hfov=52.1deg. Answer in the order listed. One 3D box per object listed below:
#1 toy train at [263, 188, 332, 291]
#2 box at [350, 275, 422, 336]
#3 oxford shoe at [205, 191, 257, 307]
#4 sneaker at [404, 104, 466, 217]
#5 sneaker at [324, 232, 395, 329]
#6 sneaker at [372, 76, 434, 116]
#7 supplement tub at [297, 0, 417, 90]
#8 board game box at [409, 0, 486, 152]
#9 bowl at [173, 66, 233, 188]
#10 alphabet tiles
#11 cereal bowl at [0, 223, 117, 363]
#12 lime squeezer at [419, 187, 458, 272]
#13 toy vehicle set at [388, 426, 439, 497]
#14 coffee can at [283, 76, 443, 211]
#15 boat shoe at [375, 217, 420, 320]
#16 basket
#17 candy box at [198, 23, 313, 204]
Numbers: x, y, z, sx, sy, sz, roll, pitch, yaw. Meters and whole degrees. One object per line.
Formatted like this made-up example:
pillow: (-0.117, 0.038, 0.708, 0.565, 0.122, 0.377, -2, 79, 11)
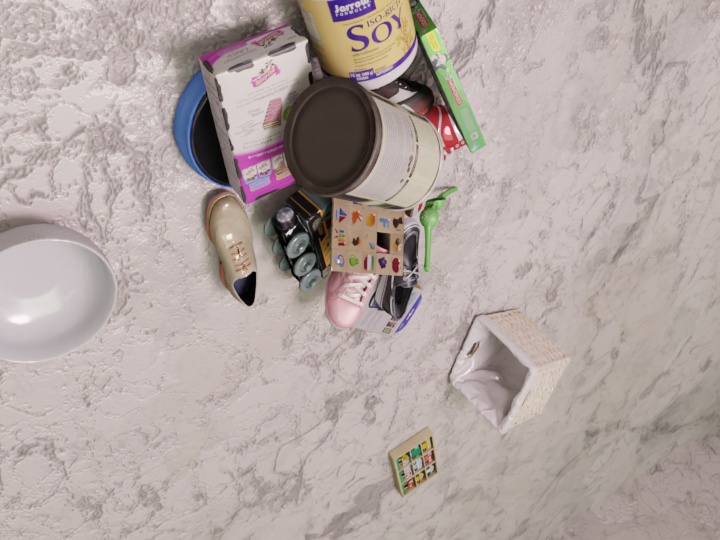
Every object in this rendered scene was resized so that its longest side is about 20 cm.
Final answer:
toy train: (-0.084, -0.051, 1.201, 0.114, 0.085, 0.201, -41, 152, -16)
box: (0.037, 0.061, 1.440, 0.198, 0.042, 0.120, 17, 112, -48)
oxford shoe: (-0.189, -0.031, 1.147, 0.070, 0.074, 0.203, -26, 137, -18)
sneaker: (0.123, -0.190, 1.268, 0.110, 0.071, 0.204, -16, 131, -23)
sneaker: (0.000, 0.000, 1.248, 0.074, 0.104, 0.205, 23, 78, -16)
sneaker: (0.038, -0.276, 1.123, 0.196, 0.071, 0.100, -11, 133, -31)
supplement tub: (-0.010, -0.356, 0.958, 0.144, 0.146, 0.202, -34, 139, -10)
board game box: (0.125, -0.291, 1.099, 0.029, 0.136, 0.202, -26, 127, 8)
bowl: (-0.164, -0.208, 1.043, 0.197, 0.039, 0.204, -22, 135, -23)
alphabet tiles: (0.015, -0.098, 1.175, 0.165, 0.007, 0.206, 4, 87, -45)
cereal bowl: (-0.433, 0.020, 0.984, 0.197, 0.083, 0.203, -23, 136, -23)
lime squeezer: (0.138, -0.100, 1.316, 0.071, 0.037, 0.203, 45, 50, -29)
toy vehicle set: (0.141, 0.499, 1.909, 0.122, 0.027, 0.203, -30, 138, -15)
coffee can: (0.010, -0.164, 1.002, 0.148, 0.146, 0.198, -56, 153, 17)
boat shoe: (0.078, 0.002, 1.335, 0.070, 0.068, 0.204, -12, 133, -35)
basket: (0.345, 0.226, 1.717, 0.158, 0.200, 0.202, -10, 131, -40)
candy box: (-0.127, -0.208, 0.994, 0.134, 0.061, 0.203, -26, 138, -21)
